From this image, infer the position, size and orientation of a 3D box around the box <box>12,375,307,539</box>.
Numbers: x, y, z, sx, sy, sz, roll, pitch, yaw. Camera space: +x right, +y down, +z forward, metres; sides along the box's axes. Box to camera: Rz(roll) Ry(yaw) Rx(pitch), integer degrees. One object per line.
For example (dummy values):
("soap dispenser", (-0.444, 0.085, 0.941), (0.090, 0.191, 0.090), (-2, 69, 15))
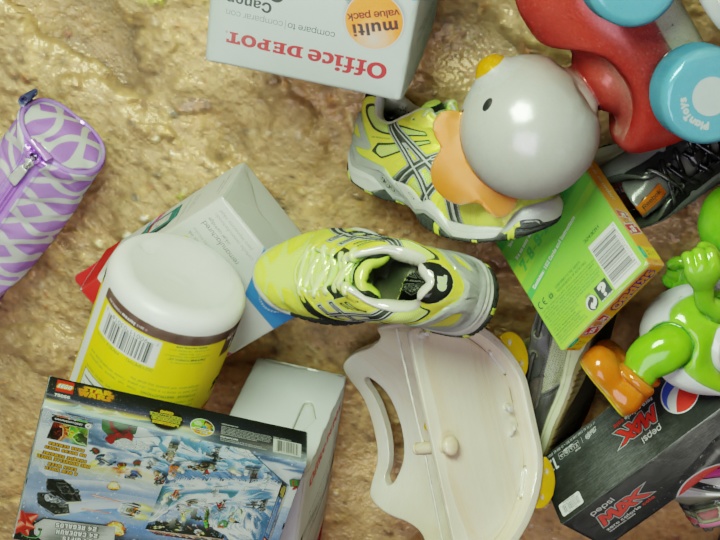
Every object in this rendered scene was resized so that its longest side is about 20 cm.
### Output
("box", (-0.151, 0.162, 1.221), (0.198, 0.040, 0.138), (14, 123, -10))

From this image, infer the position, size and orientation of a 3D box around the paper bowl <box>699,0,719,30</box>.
("paper bowl", (0.277, -0.214, 1.017), (0.104, 0.201, 0.201), (-12, 119, 49))

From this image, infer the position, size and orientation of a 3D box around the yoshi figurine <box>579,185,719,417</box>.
("yoshi figurine", (0.243, 0.009, 1.177), (0.200, 0.113, 0.112), (-40, 132, 13))

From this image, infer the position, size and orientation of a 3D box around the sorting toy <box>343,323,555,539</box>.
("sorting toy", (0.050, 0.127, 1.291), (0.179, 0.106, 0.202), (-7, 96, 54))

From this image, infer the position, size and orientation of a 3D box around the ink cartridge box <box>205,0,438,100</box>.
("ink cartridge box", (-0.013, -0.242, 1.095), (0.144, 0.145, 0.202), (12, 122, 5))

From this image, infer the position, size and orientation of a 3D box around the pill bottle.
("pill bottle", (-0.166, 0.078, 1.253), (0.108, 0.110, 0.201), (24, 123, -1))

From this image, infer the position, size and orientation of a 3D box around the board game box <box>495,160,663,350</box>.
("board game box", (0.133, -0.050, 1.177), (0.096, 0.030, 0.201), (-49, 58, 31))

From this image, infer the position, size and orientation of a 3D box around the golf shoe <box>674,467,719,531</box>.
("golf shoe", (0.319, 0.130, 1.271), (0.199, 0.073, 0.092), (-32, 106, 27))

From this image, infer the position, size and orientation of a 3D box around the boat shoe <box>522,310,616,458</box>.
("boat shoe", (0.153, 0.072, 1.284), (0.066, 0.072, 0.202), (28, 127, 22))

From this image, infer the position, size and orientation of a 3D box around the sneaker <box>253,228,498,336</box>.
("sneaker", (0.000, 0.000, 1.169), (0.198, 0.076, 0.076), (2, 77, 34))

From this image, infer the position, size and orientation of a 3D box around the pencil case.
("pencil case", (-0.282, -0.047, 1.303), (0.084, 0.086, 0.200), (36, 121, -7))

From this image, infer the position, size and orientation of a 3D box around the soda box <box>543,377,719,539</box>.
("soda box", (0.236, 0.127, 1.249), (0.200, 0.064, 0.071), (-40, 135, 21))

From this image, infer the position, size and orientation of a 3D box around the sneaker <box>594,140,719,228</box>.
("sneaker", (0.233, -0.077, 1.171), (0.199, 0.080, 0.074), (-32, 106, 25))

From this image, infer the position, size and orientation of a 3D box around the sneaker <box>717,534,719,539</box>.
("sneaker", (0.312, 0.288, 1.309), (0.077, 0.146, 0.203), (37, 94, -14))

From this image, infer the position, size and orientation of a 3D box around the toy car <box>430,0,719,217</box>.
("toy car", (0.122, -0.125, 1.071), (0.199, 0.184, 0.177), (-36, 108, 3))

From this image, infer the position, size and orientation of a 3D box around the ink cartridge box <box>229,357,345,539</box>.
("ink cartridge box", (-0.076, 0.196, 1.357), (0.083, 0.146, 0.202), (12, 121, 7))

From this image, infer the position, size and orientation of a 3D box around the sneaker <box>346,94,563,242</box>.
("sneaker", (0.062, -0.078, 1.169), (0.199, 0.075, 0.077), (24, 125, 39))

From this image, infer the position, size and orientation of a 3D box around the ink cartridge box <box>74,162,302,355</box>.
("ink cartridge box", (-0.140, 0.015, 1.316), (0.199, 0.067, 0.116), (-31, 108, 27))
